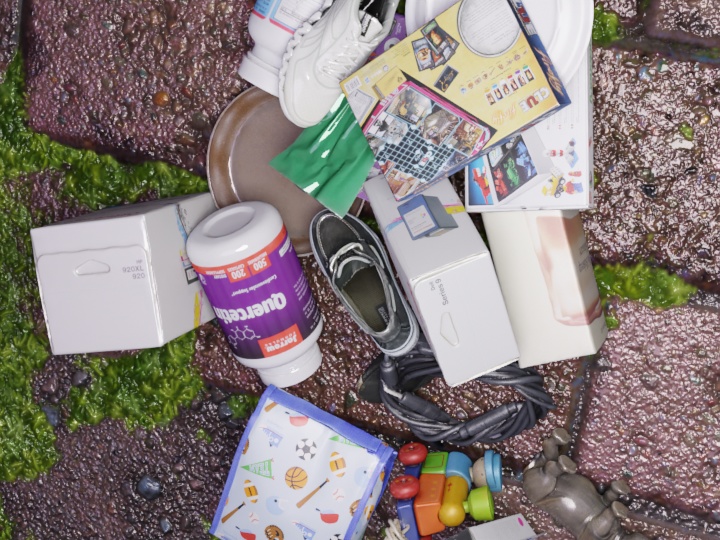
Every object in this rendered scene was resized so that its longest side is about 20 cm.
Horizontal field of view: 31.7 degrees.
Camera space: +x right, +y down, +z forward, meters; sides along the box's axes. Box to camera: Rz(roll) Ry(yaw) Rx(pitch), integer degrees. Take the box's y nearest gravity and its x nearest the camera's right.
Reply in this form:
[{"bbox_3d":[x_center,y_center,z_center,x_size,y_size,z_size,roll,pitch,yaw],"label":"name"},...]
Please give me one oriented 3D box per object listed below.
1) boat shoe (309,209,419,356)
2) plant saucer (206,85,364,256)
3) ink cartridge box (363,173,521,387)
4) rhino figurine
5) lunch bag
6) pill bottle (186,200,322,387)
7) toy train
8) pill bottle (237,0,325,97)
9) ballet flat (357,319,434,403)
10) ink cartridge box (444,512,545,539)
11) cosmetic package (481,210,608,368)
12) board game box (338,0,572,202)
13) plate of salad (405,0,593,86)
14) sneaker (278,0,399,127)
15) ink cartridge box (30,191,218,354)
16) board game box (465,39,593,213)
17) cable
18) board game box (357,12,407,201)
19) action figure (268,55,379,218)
[{"bbox_3d":[0.000,0.000,1.358,0.072,0.071,0.200,-37,59,3],"label":"boat shoe"},{"bbox_3d":[-0.081,-0.117,1.452,0.198,0.032,0.202,3,101,17],"label":"plant saucer"},{"bbox_3d":[0.082,-0.002,1.301,0.087,0.200,0.146,-21,125,1],"label":"ink cartridge box"},{"bbox_3d":[0.261,0.270,1.394,0.200,0.060,0.088,42,130,6],"label":"rhino figurine"},{"bbox_3d":[-0.060,0.243,1.462,0.169,0.124,0.201,25,122,11],"label":"lunch bag"},{"bbox_3d":[-0.112,0.030,1.428,0.112,0.113,0.201,-11,119,20],"label":"pill bottle"},{"bbox_3d":[0.094,0.262,1.378,0.115,0.200,0.085,-8,111,13],"label":"toy train"},{"bbox_3d":[-0.053,-0.285,1.358,0.108,0.109,0.201,29,102,11],"label":"pill bottle"},{"bbox_3d":[0.070,0.082,1.438,0.066,0.057,0.200,32,117,-31],"label":"ballet flat"},{"bbox_3d":[0.125,0.304,1.382,0.094,0.200,0.037,-33,70,21],"label":"ink cartridge box"},{"bbox_3d":[0.194,-0.011,1.342,0.087,0.103,0.202,-12,98,20],"label":"cosmetic package"},{"bbox_3d":[0.088,-0.172,1.224,0.199,0.035,0.136,-29,84,32],"label":"board game box"},{"bbox_3d":[0.135,-0.249,1.228,0.199,0.048,0.202,7,103,29],"label":"plate of salad"},{"bbox_3d":[-0.017,-0.234,1.287,0.201,0.075,0.081,-61,36,11],"label":"sneaker"},{"bbox_3d":[-0.253,0.000,1.442,0.146,0.200,0.146,-6,98,20],"label":"ink cartridge box"},{"bbox_3d":[0.167,-0.160,1.264,0.125,0.035,0.202,0,89,20],"label":"board game box"},{"bbox_3d":[0.115,0.142,1.390,0.198,0.051,0.164,10,136,7],"label":"cable"},{"bbox_3d":[0.037,-0.172,1.382,0.119,0.032,0.201,22,99,9],"label":"board game box"},{"bbox_3d":[0.005,-0.159,1.339,0.118,0.055,0.200,37,89,27],"label":"action figure"}]
